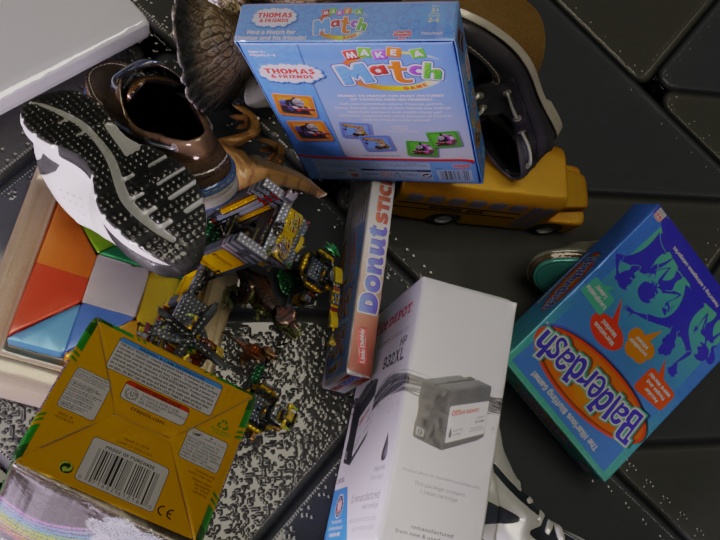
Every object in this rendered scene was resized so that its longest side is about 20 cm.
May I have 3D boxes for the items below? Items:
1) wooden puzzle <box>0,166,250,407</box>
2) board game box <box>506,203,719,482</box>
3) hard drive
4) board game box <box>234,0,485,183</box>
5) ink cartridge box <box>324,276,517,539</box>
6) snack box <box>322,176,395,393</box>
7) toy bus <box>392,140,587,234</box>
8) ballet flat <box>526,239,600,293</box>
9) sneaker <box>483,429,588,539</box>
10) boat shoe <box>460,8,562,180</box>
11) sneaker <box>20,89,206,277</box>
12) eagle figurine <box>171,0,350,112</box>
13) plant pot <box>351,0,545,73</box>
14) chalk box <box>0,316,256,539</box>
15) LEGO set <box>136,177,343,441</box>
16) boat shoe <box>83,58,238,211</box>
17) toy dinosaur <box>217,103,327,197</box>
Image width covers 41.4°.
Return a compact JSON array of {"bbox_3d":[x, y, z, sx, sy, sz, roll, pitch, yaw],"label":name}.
[{"bbox_3d":[-0.196,0.019,0.764,0.185,0.037,0.200,17,69,-13],"label":"wooden puzzle"},{"bbox_3d":[0.231,0.062,0.847,0.200,0.045,0.152,-44,104,-9],"label":"board game box"},{"bbox_3d":[-0.297,-0.199,0.790,0.200,0.026,0.132,-36,74,-25],"label":"hard drive"},{"bbox_3d":[0.010,-0.126,0.713,0.151,0.200,0.037,3,70,14],"label":"board game box"},{"bbox_3d":[0.046,0.124,0.753,0.084,0.145,0.200,16,69,-11],"label":"ink cartridge box"},{"bbox_3d":[0.000,0.000,0.816,0.024,0.072,0.200,13,70,-16],"label":"snack box"},{"bbox_3d":[0.120,-0.081,0.878,0.200,0.078,0.065,5,72,-17],"label":"toy bus"},{"bbox_3d":[0.245,0.003,0.912,0.200,0.067,0.064,13,43,-15],"label":"ballet flat"},{"bbox_3d":[0.141,0.212,0.795,0.129,0.079,0.200,0,74,-20],"label":"sneaker"},{"bbox_3d":[0.103,-0.138,0.766,0.200,0.073,0.063,37,80,-50],"label":"boat shoe"},{"bbox_3d":[-0.178,-0.055,0.710,0.074,0.080,0.200,-29,55,-29],"label":"sneaker"},{"bbox_3d":[-0.088,-0.200,0.748,0.151,0.200,0.152,3,104,-22],"label":"eagle figurine"},{"bbox_3d":[0.064,-0.212,0.859,0.200,0.186,0.187,-2,74,-33],"label":"plant pot"},{"bbox_3d":[-0.174,0.154,0.654,0.124,0.200,0.124,27,44,-10],"label":"chalk box"},{"bbox_3d":[-0.075,0.028,0.733,0.154,0.116,0.200,44,56,-22],"label":"LEGO set"},{"bbox_3d":[-0.163,-0.129,0.759,0.072,0.072,0.200,-34,53,-25],"label":"boat shoe"},{"bbox_3d":[-0.095,-0.084,0.799,0.200,0.060,0.106,6,46,21],"label":"toy dinosaur"}]
